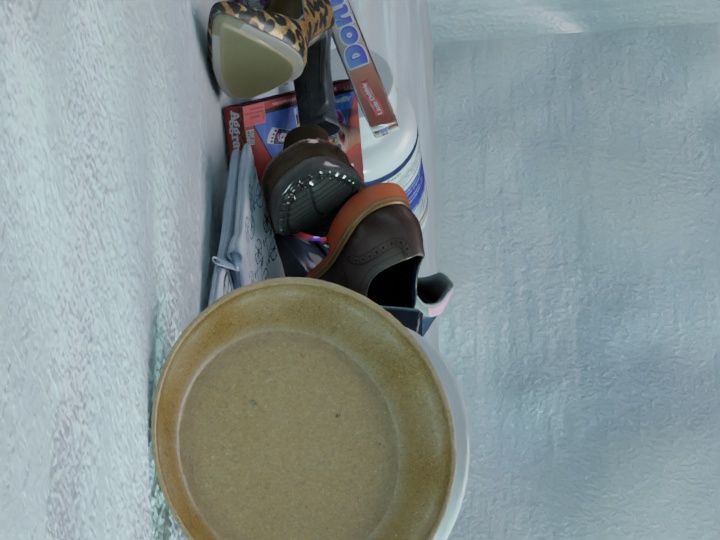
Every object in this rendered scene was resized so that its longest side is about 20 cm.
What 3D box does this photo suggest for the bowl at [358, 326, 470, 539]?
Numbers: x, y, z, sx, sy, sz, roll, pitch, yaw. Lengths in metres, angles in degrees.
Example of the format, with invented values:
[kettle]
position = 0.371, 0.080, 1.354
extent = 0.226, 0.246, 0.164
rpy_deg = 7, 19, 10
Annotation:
[bowl]
position = -0.033, 0.120, 1.442
extent = 0.090, 0.201, 0.202
rpy_deg = 22, 59, -46

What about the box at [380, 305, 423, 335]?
[box]
position = -0.015, 0.143, 1.618
extent = 0.149, 0.107, 0.201
rpy_deg = 83, 14, -61

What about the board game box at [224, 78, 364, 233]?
[board game box]
position = -0.049, -0.089, 1.737
extent = 0.200, 0.019, 0.103
rpy_deg = -24, 112, -63

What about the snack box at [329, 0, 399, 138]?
[snack box]
position = -0.017, -0.204, 1.772
extent = 0.072, 0.024, 0.201
rpy_deg = 24, 44, -88

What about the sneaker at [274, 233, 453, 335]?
[sneaker]
position = 0.000, 0.000, 1.767
extent = 0.200, 0.082, 0.070
rpy_deg = 32, 17, -53

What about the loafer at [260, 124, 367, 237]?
[loafer]
position = -0.043, -0.069, 1.631
extent = 0.071, 0.073, 0.200
rpy_deg = 57, 2, 8

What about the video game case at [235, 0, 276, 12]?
[video game case]
position = -0.081, -0.282, 1.779
extent = 0.200, 0.036, 0.182
rpy_deg = 80, 9, -50

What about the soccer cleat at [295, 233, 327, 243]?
[soccer cleat]
position = -0.041, -0.034, 1.877
extent = 0.200, 0.066, 0.077
rpy_deg = -90, 164, -74

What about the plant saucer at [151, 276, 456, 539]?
[plant saucer]
position = -0.038, 0.105, 1.338
extent = 0.035, 0.200, 0.201
rpy_deg = 150, -59, -61

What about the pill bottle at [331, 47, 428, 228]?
[pill bottle]
position = -0.003, -0.111, 2.060
extent = 0.200, 0.119, 0.120
rpy_deg = 79, 9, -54

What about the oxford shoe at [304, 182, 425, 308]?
[oxford shoe]
position = -0.002, 0.024, 1.661
extent = 0.073, 0.071, 0.200
rpy_deg = 60, -31, 29

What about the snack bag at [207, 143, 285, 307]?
[snack bag]
position = -0.080, 0.043, 1.581
extent = 0.189, 0.021, 0.200
rpy_deg = 80, 13, -50

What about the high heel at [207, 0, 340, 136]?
[high heel]
position = -0.073, -0.196, 1.643
extent = 0.200, 0.071, 0.143
rpy_deg = 40, 37, -61
